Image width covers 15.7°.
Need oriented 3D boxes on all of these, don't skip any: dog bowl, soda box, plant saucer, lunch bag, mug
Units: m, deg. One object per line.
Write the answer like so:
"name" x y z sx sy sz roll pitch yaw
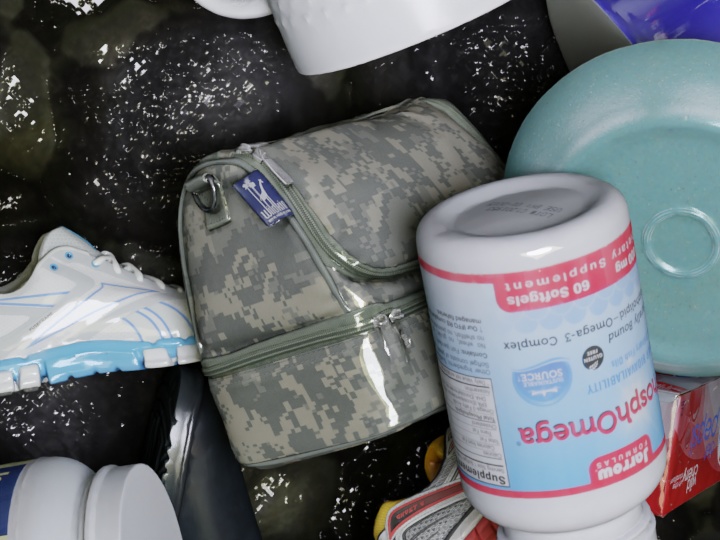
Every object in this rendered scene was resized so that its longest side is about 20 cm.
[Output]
"dog bowl" 0.187 -0.098 1.445 0.079 0.200 0.201 -32 105 -6
"soda box" 0.171 0.086 1.473 0.063 0.200 0.071 10 97 21
"plant saucer" 0.168 -0.022 1.352 0.199 0.036 0.201 7 122 11
"lunch bag" 0.000 0.000 1.417 0.200 0.139 0.169 -20 90 -49
"mug" -0.022 -0.207 1.414 0.199 0.148 0.176 -18 103 21

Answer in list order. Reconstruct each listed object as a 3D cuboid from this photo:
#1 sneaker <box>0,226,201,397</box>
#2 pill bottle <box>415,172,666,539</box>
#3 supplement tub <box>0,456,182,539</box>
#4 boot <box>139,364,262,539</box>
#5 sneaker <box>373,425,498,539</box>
"sneaker" -0.141 0.016 1.448 0.199 0.075 0.087 -9 92 -15
"pill bottle" 0.096 0.060 1.321 0.108 0.109 0.201 -16 110 -11
"supplement tub" -0.201 0.178 1.389 0.199 0.145 0.146 -10 102 11
"boot" -0.046 0.158 1.490 0.167 0.076 0.201 6 100 -14
"sneaker" 0.084 0.105 1.496 0.200 0.082 0.078 -42 153 -35
